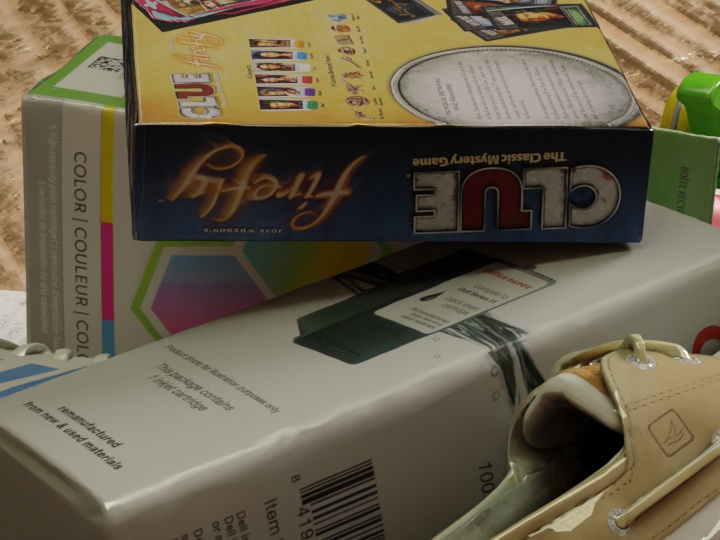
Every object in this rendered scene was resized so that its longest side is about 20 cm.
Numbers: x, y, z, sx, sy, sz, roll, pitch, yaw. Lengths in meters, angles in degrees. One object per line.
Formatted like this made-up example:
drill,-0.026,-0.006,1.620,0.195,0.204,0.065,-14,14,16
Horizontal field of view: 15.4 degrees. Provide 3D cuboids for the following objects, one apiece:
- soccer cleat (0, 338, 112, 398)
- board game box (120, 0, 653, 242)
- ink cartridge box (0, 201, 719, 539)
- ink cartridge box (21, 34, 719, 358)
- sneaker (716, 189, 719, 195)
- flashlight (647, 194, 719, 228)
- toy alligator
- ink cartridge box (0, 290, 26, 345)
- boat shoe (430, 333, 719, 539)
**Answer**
soccer cleat,-0.086,0.045,0.771,0.200,0.070,0.086,-10,37,-5
board game box,-0.001,-0.064,0.770,0.135,0.035,0.200,0,25,-6
ink cartridge box,0.013,0.078,0.707,0.200,0.147,0.083,-20,25,-26
ink cartridge box,0.000,0.000,0.798,0.200,0.104,0.059,10,28,16
sneaker,0.079,0.011,0.933,0.200,0.078,0.080,-9,11,-4
flashlight,0.121,-0.016,0.863,0.200,0.068,0.068,12,-13,-15
toy alligator,0.161,-0.032,0.997,0.059,0.054,0.200,14,1,30
ink cartridge box,-0.109,0.061,0.872,0.200,0.067,0.116,4,26,12
boat shoe,0.071,0.048,0.634,0.200,0.068,0.075,-45,6,-30
